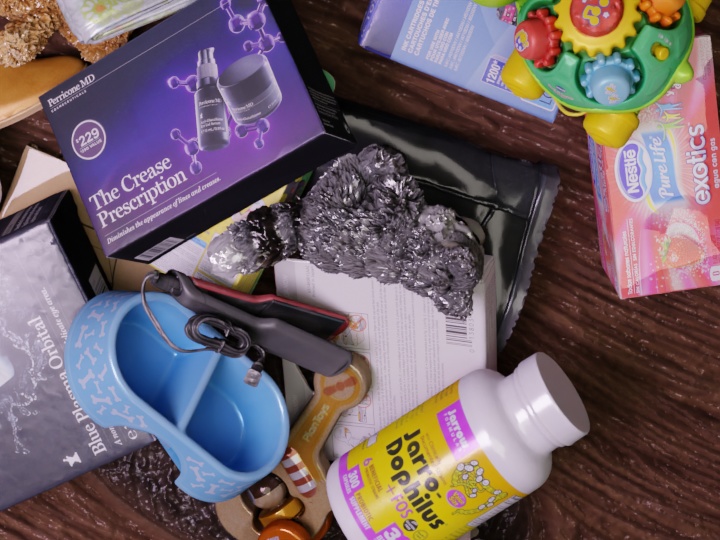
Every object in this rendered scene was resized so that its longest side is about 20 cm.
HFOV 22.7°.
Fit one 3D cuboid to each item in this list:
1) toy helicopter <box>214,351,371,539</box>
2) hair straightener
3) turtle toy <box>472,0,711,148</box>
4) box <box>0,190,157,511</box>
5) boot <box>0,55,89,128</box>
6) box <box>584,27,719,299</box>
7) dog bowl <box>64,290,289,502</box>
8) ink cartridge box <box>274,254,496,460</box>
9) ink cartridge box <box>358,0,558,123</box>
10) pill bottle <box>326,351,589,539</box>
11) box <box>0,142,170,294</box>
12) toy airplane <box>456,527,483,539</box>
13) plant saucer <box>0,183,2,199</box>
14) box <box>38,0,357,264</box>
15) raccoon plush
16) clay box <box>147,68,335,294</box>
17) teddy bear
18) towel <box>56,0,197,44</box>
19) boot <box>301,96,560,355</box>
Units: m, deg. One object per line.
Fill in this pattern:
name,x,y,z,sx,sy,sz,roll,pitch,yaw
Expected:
toy helicopter,-0.059,0.143,1.481,0.132,0.079,0.201,33,114,4
hair straightener,-0.084,0.046,1.361,0.199,0.078,0.041,24,132,-38
turtle toy,0.158,-0.191,1.319,0.199,0.101,0.147,31,91,15
box,-0.285,0.074,1.424,0.198,0.118,0.198,-24,104,4
boot,-0.327,-0.177,1.405,0.199,0.071,0.145,-19,110,9
box,0.235,-0.091,1.435,0.094,0.103,0.202,-8,105,1
dog bowl,-0.133,0.093,1.370,0.200,0.112,0.049,43,143,-25
ink cartridge box,0.024,0.073,1.467,0.174,0.045,0.202,7,122,17
ink cartridge box,0.083,-0.218,1.412,0.198,0.076,0.138,20,102,-5
pill bottle,0.077,0.146,1.398,0.199,0.104,0.105,-35,103,18
box,-0.235,0.017,1.484,0.162,0.021,0.202,22,101,-8
toy airplane,0.072,0.293,1.476,0.140,0.200,0.201,-1,109,20
plant saucer,-0.380,-0.080,1.397,0.198,0.201,0.036,-3,61,-1
box,-0.124,-0.114,1.360,0.199,0.079,0.142,-29,76,16
raccoon plush,0.000,0.000,1.351,0.199,0.134,0.097,-31,144,-3
clay box,-0.101,-0.083,1.415,0.114,0.048,0.201,30,96,17
teddy bear,-0.263,-0.230,1.380,0.199,0.146,0.067,33,145,-5
towel,-0.172,-0.285,1.356,0.170,0.048,0.202,-23,84,-15
boot,0.044,-0.035,1.458,0.198,0.066,0.167,15,96,-8
